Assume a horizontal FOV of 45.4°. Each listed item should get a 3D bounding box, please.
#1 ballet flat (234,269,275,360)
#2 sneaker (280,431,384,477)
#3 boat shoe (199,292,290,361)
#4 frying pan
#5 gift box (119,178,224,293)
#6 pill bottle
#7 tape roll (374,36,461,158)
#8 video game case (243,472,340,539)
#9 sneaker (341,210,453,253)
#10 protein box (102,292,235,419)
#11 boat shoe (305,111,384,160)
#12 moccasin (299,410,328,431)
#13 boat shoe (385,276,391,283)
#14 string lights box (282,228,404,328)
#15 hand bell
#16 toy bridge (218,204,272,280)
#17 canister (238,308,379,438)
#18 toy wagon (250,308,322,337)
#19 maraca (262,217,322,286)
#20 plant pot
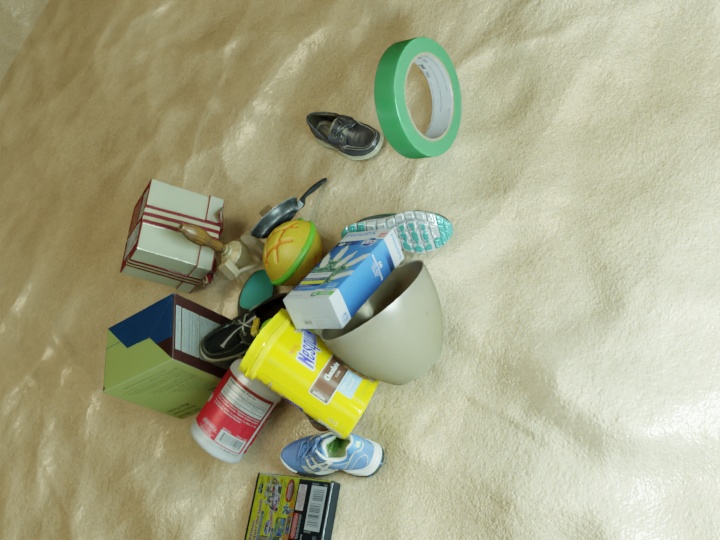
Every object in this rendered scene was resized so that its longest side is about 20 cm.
[{"bbox_3d":[-0.209,0.092,1.657,0.070,0.071,0.203,-19,46,33],"label":"ballet flat"},{"bbox_3d":[-0.057,0.291,1.405,0.197,0.077,0.077,-12,50,34],"label":"sneaker"},{"bbox_3d":[-0.204,0.099,1.572,0.198,0.068,0.072,-25,62,-20],"label":"boat shoe"},{"bbox_3d":[-0.141,-0.112,1.682,0.031,0.189,0.115,51,132,7],"label":"frying pan"},{"bbox_3d":[-0.379,-0.063,1.790,0.199,0.184,0.188,-26,52,59],"label":"gift box"},{"bbox_3d":[-0.210,0.235,1.551,0.202,0.112,0.112,-56,45,3],"label":"pill bottle"},{"bbox_3d":[0.102,-0.296,1.486,0.048,0.200,0.204,-1,68,39],"label":"tape roll"},{"bbox_3d":[-0.123,0.445,1.428,0.179,0.025,0.204,-5,66,39],"label":"video game case"},{"bbox_3d":[0.068,-0.075,1.494,0.196,0.091,0.079,-2,111,20],"label":"sneaker"},{"bbox_3d":[-0.348,0.169,1.643,0.197,0.199,0.137,-25,54,29],"label":"protein box"},{"bbox_3d":[-0.037,-0.270,1.692,0.199,0.065,0.073,27,85,45],"label":"boat shoe"},{"bbox_3d":[-0.083,0.200,1.487,0.073,0.079,0.202,-24,42,-9],"label":"moccasin"},{"bbox_3d":[0.000,0.000,1.523,0.198,0.062,0.072,14,80,46],"label":"boat shoe"},{"bbox_3d":[-0.024,0.013,1.384,0.101,0.060,0.200,-4,31,39],"label":"string lights box"},{"bbox_3d":[-0.280,-0.047,1.696,0.103,0.199,0.106,-20,56,33],"label":"hand bell"},{"bbox_3d":[-0.207,-0.049,1.702,0.027,0.067,0.201,-26,24,41],"label":"toy bridge"},{"bbox_3d":[-0.077,0.163,1.365,0.198,0.149,0.087,34,111,2],"label":"canister"},{"bbox_3d":[-0.094,0.100,1.510,0.196,0.040,0.157,-6,42,13],"label":"toy wagon"},{"bbox_3d":[-0.132,-0.038,1.635,0.138,0.106,0.200,-52,19,3],"label":"maraca"},{"bbox_3d":[0.055,0.098,1.354,0.199,0.135,0.201,-35,12,9],"label":"plant pot"}]
